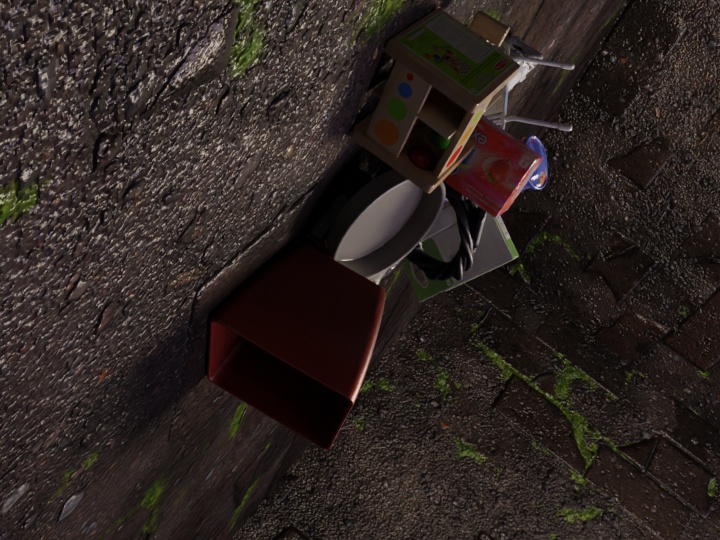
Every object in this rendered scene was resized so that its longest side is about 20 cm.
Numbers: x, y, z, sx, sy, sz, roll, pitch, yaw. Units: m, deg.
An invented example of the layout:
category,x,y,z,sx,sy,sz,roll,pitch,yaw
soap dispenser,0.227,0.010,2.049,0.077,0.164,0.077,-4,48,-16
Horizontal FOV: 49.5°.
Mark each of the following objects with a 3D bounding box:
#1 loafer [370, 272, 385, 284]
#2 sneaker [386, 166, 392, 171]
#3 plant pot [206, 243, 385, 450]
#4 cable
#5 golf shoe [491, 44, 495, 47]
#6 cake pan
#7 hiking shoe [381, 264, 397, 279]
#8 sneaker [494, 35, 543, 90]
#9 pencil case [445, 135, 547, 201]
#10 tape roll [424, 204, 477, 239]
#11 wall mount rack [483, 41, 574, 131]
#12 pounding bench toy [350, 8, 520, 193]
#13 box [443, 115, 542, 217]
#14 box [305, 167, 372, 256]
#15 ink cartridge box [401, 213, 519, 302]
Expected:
category,x,y,z,sx,sy,sz,roll,pitch,yaw
loafer,0.000,0.000,1.292,0.201,0.075,0.070,-56,158,-3
sneaker,0.074,-0.133,1.305,0.090,0.067,0.200,-56,164,3
plant pot,-0.072,0.088,1.042,0.177,0.198,0.201,-58,175,-31
cable,0.106,-0.065,1.195,0.051,0.162,0.201,-53,160,-42
golf shoe,0.142,-0.248,1.154,0.075,0.091,0.201,-43,167,-53
cake pan,0.032,-0.066,1.094,0.199,0.037,0.201,-32,153,-18
hiking shoe,0.040,-0.037,1.416,0.201,0.075,0.101,-57,178,-38
sneaker,0.249,-0.346,1.386,0.200,0.075,0.115,-32,158,-53
pencil case,0.178,-0.149,1.175,0.087,0.198,0.079,26,65,-52
tape roll,0.158,-0.094,1.525,0.201,0.037,0.203,-25,178,-1
wall mount rack,0.240,-0.271,1.230,0.074,0.172,0.202,34,56,-47
pounding bench toy,0.104,-0.217,0.965,0.200,0.124,0.157,-45,168,-42
box,0.140,-0.171,1.072,0.095,0.199,0.103,-56,170,19
box,-0.016,-0.057,1.163,0.122,0.032,0.200,-52,161,-11
ink cartridge box,0.182,-0.029,1.457,0.199,0.105,0.059,-27,177,22
